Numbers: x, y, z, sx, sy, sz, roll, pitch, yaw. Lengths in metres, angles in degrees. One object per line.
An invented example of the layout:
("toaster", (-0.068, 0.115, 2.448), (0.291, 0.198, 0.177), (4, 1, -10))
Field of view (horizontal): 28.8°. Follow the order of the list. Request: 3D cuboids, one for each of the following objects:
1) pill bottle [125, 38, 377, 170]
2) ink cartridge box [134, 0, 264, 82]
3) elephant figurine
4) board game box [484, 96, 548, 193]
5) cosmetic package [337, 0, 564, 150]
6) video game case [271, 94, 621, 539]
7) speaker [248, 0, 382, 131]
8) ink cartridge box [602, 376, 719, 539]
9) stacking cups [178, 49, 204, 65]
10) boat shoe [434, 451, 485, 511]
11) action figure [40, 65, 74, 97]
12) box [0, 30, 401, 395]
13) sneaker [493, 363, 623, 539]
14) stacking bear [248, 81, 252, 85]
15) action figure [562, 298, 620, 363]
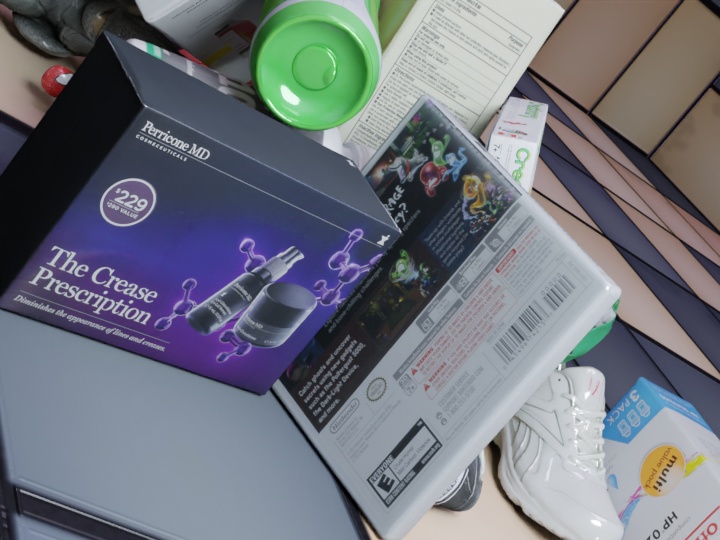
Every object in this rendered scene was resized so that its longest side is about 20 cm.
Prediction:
("pill bottle", (-0.081, -0.064, 0.925), (0.198, 0.114, 0.113), (21, 22, -20))
("ink cartridge box", (-0.124, -0.239, 1.060), (0.146, 0.083, 0.200), (61, 8, 11))
("elephant figurine", (-0.219, -0.212, 1.082), (0.199, 0.141, 0.156), (33, 51, -36))
("board game box", (0.098, -0.044, 0.966), (0.034, 0.128, 0.200), (12, 16, 6))
("cosmetic package", (0.045, -0.139, 1.021), (0.105, 0.201, 0.071), (29, 14, -25))
("video game case", (0.031, 0.026, 0.839), (0.023, 0.200, 0.182), (18, 26, -54))
("speaker", (-0.027, -0.160, 0.927), (0.088, 0.089, 0.200), (35, 21, -15))
("ink cartridge box", (0.228, 0.187, 1.007), (0.068, 0.115, 0.200), (28, 19, -33))
("stacking cups", (-0.121, -0.133, 1.175), (0.060, 0.061, 0.200), (27, 20, -37))
("boat shoe", (0.044, 0.063, 0.939), (0.068, 0.073, 0.201), (33, 34, -50))
("action figure", (-0.148, -0.091, 1.037), (0.199, 0.052, 0.066), (30, 22, -24))
("box", (-0.096, -0.024, 0.796), (0.199, 0.142, 0.079), (23, 22, -43))
("sneaker", (0.148, 0.120, 1.032), (0.078, 0.100, 0.200), (28, 20, -34))
("stacking bear", (-0.011, -0.139, 1.377), (0.201, 0.121, 0.113), (54, 26, 15))
("action figure", (0.127, 0.043, 1.051), (0.199, 0.055, 0.118), (-19, 18, -39))
